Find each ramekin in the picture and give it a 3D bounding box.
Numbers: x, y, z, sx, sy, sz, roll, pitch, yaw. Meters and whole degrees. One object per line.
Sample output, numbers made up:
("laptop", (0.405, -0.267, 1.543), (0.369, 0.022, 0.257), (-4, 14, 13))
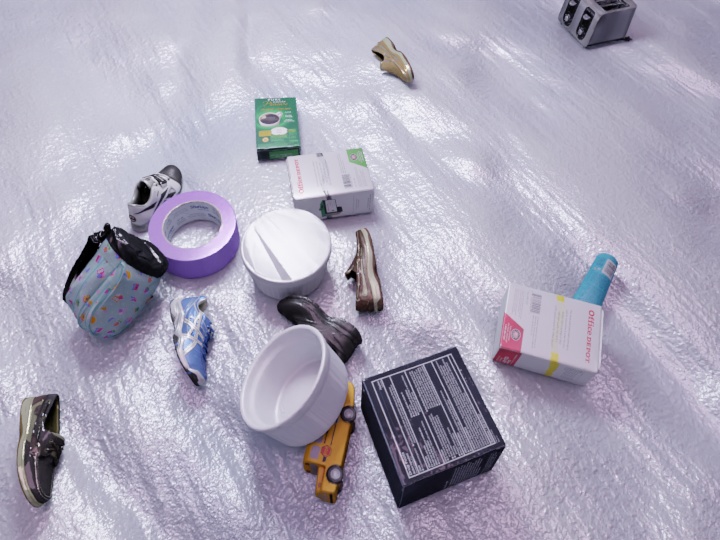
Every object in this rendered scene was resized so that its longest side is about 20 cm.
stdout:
("ramekin", (-0.114, 0.211, 1.013), (0.196, 0.098, 0.204), (-27, 39, 24))
("ramekin", (-0.160, -0.029, 1.233), (0.194, 0.096, 0.208), (2, 54, -2))

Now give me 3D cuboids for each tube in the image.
("tube", (0.510, 0.051, 1.243), (0.076, 0.051, 0.202), (28, 64, 19))

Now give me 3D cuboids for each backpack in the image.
("backpack", (-0.495, 0.029, 1.127), (0.126, 0.167, 0.201), (41, 90, 29))

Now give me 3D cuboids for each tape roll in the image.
("tape roll", (-0.376, -0.084, 1.280), (0.192, 0.067, 0.206), (2, 55, -3))

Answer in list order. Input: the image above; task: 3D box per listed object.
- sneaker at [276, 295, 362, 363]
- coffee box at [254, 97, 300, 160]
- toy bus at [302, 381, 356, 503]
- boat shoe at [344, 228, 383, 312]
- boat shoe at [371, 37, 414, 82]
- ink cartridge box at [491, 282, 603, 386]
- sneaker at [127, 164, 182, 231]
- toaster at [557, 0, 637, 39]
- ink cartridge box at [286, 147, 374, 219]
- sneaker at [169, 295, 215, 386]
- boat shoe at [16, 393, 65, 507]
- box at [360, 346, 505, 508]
("sneaker", (-0.095, 0.122, 1.145), (0.195, 0.077, 0.092), (26, 64, 18))
("coffee box", (-0.224, -0.384, 1.514), (0.118, 0.045, 0.205), (-6, 55, -8))
("toy bus", (-0.053, 0.304, 1.019), (0.075, 0.066, 0.205), (10, 55, 5))
("boat shoe", (0.000, -0.004, 1.238), (0.072, 0.076, 0.207), (-9, 55, -2))
("boat shoe", (0.092, -0.621, 1.693), (0.074, 0.073, 0.202), (-27, 51, -4))
("ink cartridge box", (0.379, 0.130, 1.145), (0.193, 0.084, 0.149), (15, 62, 8))
("sneaker", (-0.488, -0.195, 1.341), (0.071, 0.090, 0.204), (12, 53, 8))
("toaster", (0.782, -0.838, 1.843), (0.194, 0.120, 0.184), (-15, 57, -14))
("ink cartridge box", (-0.076, -0.209, 1.371), (0.193, 0.086, 0.150), (-8, 54, -8))
("sneaker", (-0.329, 0.131, 1.121), (0.075, 0.077, 0.204), (-17, 58, -9))
("boat shoe", (-0.556, 0.305, 0.989), (0.064, 0.073, 0.204), (-20, 53, -10))
("box", (0.119, 0.277, 1.011), (0.192, 0.125, 0.204), (-14, 54, -14))
